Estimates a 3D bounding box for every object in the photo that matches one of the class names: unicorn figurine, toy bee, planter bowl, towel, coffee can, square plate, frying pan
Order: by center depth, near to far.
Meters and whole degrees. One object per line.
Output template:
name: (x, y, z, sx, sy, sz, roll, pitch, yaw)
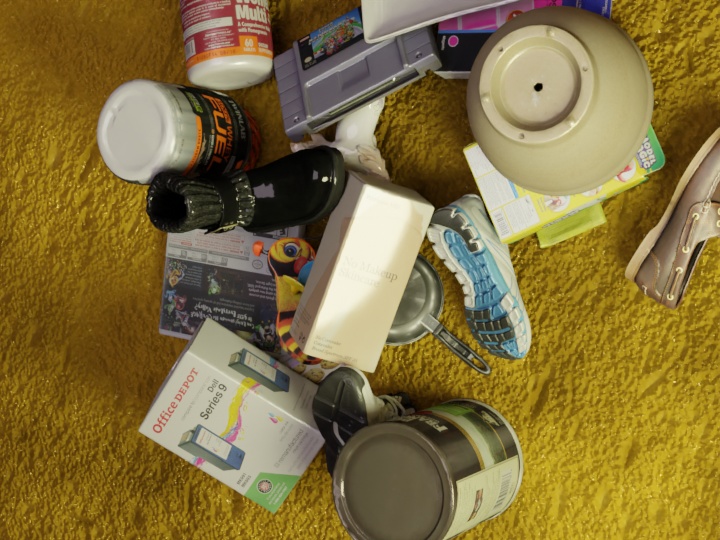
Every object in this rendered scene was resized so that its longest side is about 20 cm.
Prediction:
planter bowl: (0.196, -0.183, 1.471, 0.198, 0.135, 0.203, -1, 88, 19)
coffee can: (0.078, 0.228, 1.581, 0.145, 0.199, 0.148, 2, 93, 28)
towel: (0.204, -0.133, 1.595, 0.085, 0.018, 0.202, -23, 82, 29)
square plate: (0.089, -0.367, 1.607, 0.196, 0.028, 0.203, -13, 70, 22)
frying pan: (0.058, 0.061, 1.656, 0.114, 0.031, 0.191, -28, 75, -1)
unicorn figurine: (-0.009, -0.158, 1.679, 0.136, 0.074, 0.203, 12, 101, 32)
toy bee: (-0.080, 0.008, 1.695, 0.107, 0.131, 0.202, 9, 56, -2)

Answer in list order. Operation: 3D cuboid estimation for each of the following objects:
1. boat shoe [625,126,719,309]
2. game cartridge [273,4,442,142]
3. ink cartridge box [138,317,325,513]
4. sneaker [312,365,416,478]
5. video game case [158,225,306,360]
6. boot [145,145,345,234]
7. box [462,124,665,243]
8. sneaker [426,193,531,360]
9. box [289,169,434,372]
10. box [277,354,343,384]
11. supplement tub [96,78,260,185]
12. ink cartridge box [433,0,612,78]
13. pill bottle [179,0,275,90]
boat shoe: (0.355, -0.054, 1.487, 0.070, 0.070, 0.201, 40, 119, 28)
game cartridge: (-0.008, -0.244, 1.650, 0.198, 0.038, 0.131, -26, 55, 17)
ink cartridge box: (-0.145, 0.174, 1.711, 0.199, 0.088, 0.146, 33, 119, -4)
sneaker: (0.008, 0.156, 1.637, 0.075, 0.115, 0.202, 26, 143, 25)
video game case: (-0.164, 0.006, 1.804, 0.198, 0.023, 0.184, 10, 97, 27)
boot: (-0.131, -0.088, 1.600, 0.210, 0.157, 0.080, -24, 69, 47)
box: (0.224, -0.123, 1.554, 0.198, 0.048, 0.119, -25, 82, 19)
sneaker: (0.151, 0.004, 1.604, 0.074, 0.087, 0.202, -10, 111, 39)
box: (0.000, 0.000, 1.589, 0.078, 0.094, 0.202, -133, 60, -68)
box: (-0.062, 0.114, 1.735, 0.199, 0.039, 0.041, -32, 116, 26)
supplement tub: (-0.213, -0.161, 1.717, 0.121, 0.199, 0.124, 1, 91, 29)
ink cartridge box: (0.178, -0.263, 1.582, 0.198, 0.037, 0.096, 4, 85, 29)
pill bottle: (-0.167, -0.330, 1.732, 0.108, 0.109, 0.203, -11, 83, 29)
